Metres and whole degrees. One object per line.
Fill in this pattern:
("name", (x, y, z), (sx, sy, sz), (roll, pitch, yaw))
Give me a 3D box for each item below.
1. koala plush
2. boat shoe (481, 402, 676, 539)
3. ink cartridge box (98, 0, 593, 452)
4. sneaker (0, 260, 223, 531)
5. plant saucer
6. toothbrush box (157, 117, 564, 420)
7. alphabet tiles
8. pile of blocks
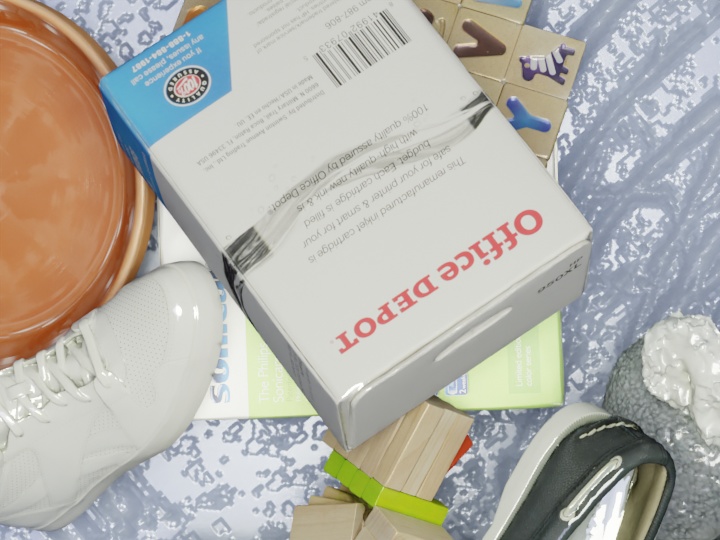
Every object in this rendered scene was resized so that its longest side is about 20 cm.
("koala plush", (0.182, 0.115, 1.380), (0.184, 0.177, 0.200), (-21, 82, 4))
("boat shoe", (0.079, 0.159, 1.284), (0.076, 0.060, 0.200), (18, 97, -38))
("ink cartridge box", (-0.006, -0.039, 1.313), (0.145, 0.084, 0.200), (-34, 71, -10))
("sneaker", (-0.158, 0.066, 1.360), (0.200, 0.116, 0.074), (-48, 53, 35))
("plant saucer", (-0.197, -0.044, 1.421), (0.200, 0.032, 0.200), (2, 95, 18))
("toothbrush box", (0.000, 0.000, 1.416), (0.200, 0.086, 0.146), (-3, 89, -1))
("alphabet tiles", (0.002, -0.097, 1.383), (0.200, 0.006, 0.166), (17, 71, 8))
("pile of blocks", (0.012, 0.147, 1.347), (0.062, 0.082, 0.200), (22, 74, -39))
